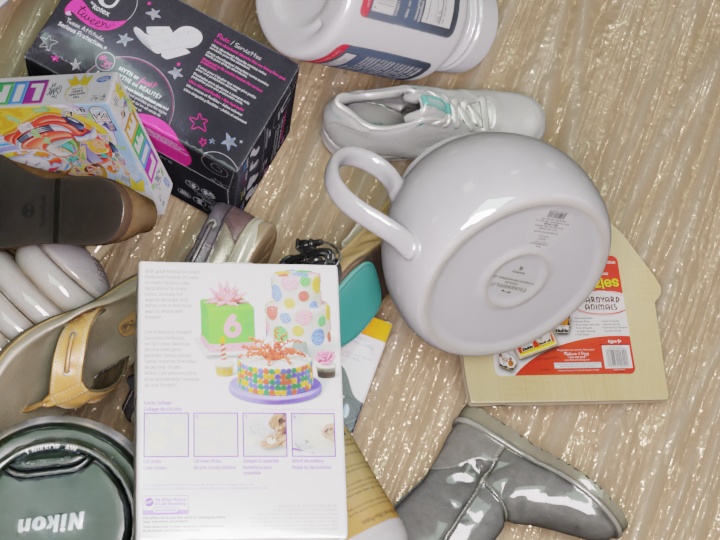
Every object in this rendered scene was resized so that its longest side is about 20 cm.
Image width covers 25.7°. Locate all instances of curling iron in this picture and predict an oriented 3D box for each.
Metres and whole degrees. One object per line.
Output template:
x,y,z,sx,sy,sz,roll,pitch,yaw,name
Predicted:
-0.098,0.039,1.248,0.199,0.026,0.050,-35,49,4,curling iron

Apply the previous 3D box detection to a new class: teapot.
0.091,-0.040,1.257,0.196,0.201,0.147,-27,50,-3,teapot

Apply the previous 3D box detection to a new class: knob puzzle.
0.161,0.021,1.351,0.217,0.031,0.222,4,66,-10,knob puzzle

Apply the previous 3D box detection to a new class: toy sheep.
-0.267,0.035,1.268,0.138,0.138,0.200,41,92,8,toy sheep

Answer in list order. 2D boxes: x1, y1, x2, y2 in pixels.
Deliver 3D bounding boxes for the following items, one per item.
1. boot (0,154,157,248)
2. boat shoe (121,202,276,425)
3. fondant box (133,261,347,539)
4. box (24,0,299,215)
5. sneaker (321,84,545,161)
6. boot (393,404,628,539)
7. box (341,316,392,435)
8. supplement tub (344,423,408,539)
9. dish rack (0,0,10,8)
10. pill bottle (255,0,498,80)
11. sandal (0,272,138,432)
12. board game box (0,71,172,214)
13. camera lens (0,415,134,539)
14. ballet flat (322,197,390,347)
-0.253,-0.051,1.246,0.198,0.075,0.074,10,94,23,boot
-0.142,0.037,1.300,0.065,0.072,0.201,31,90,16,boat shoe
-0.086,0.097,1.106,0.143,0.058,0.202,1,70,-9,fondant box
-0.164,-0.149,1.327,0.199,0.132,0.115,29,70,4,box
0.067,-0.130,1.360,0.198,0.089,0.076,-3,72,-5,sneaker
0.092,0.230,1.265,0.181,0.073,0.201,29,67,19,boot
-0.061,0.118,1.304,0.118,0.042,0.202,20,76,2,box
-0.053,0.185,1.187,0.144,0.145,0.201,-29,76,-12,supplement tub
-0.349,-0.306,1.406,0.172,0.044,0.200,43,75,9,dish rack
0.020,-0.224,1.329,0.199,0.119,0.121,5,67,-47,pill bottle
-0.206,0.068,1.205,0.199,0.081,0.054,-33,36,-19,sandal
-0.267,-0.097,1.270,0.198,0.135,0.034,-1,53,17,board game box
-0.220,0.203,1.182,0.158,0.200,0.162,1,73,-4,camera lens
0.000,0.000,1.311,0.063,0.069,0.200,15,42,35,ballet flat
